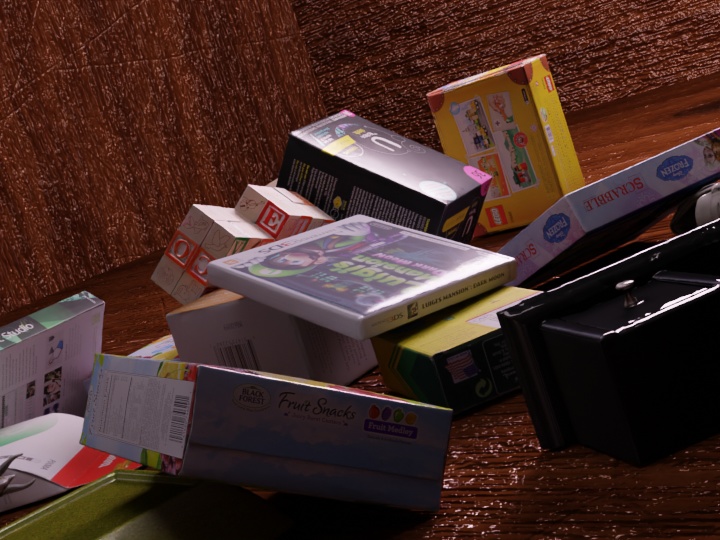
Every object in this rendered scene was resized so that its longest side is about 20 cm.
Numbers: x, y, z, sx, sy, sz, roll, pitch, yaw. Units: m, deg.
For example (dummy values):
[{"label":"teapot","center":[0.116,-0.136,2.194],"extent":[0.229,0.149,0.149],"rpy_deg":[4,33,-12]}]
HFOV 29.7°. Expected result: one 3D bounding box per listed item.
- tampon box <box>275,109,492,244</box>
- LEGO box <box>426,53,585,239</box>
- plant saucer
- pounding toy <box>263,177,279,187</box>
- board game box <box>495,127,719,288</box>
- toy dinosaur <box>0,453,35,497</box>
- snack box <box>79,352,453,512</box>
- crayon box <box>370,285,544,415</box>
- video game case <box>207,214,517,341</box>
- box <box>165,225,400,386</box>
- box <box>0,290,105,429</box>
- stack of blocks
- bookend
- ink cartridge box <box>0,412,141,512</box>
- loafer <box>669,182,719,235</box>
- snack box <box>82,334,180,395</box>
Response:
[{"label":"tampon box","center":[0.020,-0.074,1.521],"extent":[0.199,0.127,0.150],"rpy_deg":[25,25,16]},{"label":"LEGO box","center":[0.191,-0.158,1.754],"extent":[0.148,0.202,0.077],"rpy_deg":[-12,10,35]},{"label":"plant saucer","center":[-0.174,0.179,0.870],"extent":[0.199,0.048,0.199],"rpy_deg":[-24,9,-36]},{"label":"pounding toy","center":[-0.010,-0.058,1.711],"extent":[0.141,0.185,0.200],"rpy_deg":[-32,9,-7]},{"label":"board game box","center":[0.229,-0.048,1.277],"extent":[0.199,0.041,0.200],"rpy_deg":[-23,-10,-26]},{"label":"toy dinosaur","center":[-0.376,0.184,1.129],"extent":[0.198,0.078,0.102],"rpy_deg":[14,26,28]},{"label":"snack box","center":[-0.065,0.097,0.842],"extent":[0.167,0.068,0.199],"rpy_deg":[13,-9,-27]},{"label":"crayon box","center":[0.087,0.057,1.073],"extent":[0.126,0.051,0.200],"rpy_deg":[-21,8,-13]},{"label":"video game case","center":[0.000,0.000,1.145],"extent":[0.181,0.024,0.199],"rpy_deg":[-20,26,-39]},{"label":"box","center":[-0.053,0.047,1.272],"extent":[0.151,0.107,0.200],"rpy_deg":[-13,10,37]},{"label":"box","center":[-0.342,0.119,1.360],"extent":[0.036,0.146,0.199],"rpy_deg":[25,31,26]},{"label":"stack of blocks","center":[-0.114,-0.023,1.370],"extent":[0.116,0.058,0.200],"rpy_deg":[-59,-20,12]},{"label":"bookend","center":[0.211,0.037,0.763],"extent":[0.198,0.093,0.199],"rpy_deg":[-22,8,-13]},{"label":"ink cartridge box","center":[-0.275,0.163,1.229],"extent":[0.198,0.051,0.161],"rpy_deg":[-20,8,10]},{"label":"loafer","center":[0.326,-0.046,1.171],"extent":[0.069,0.071,0.200],"rpy_deg":[-24,0,-6]},{"label":"snack box","center":[-0.168,0.096,1.410],"extent":[0.199,0.054,0.142],"rpy_deg":[-14,8,34]}]
